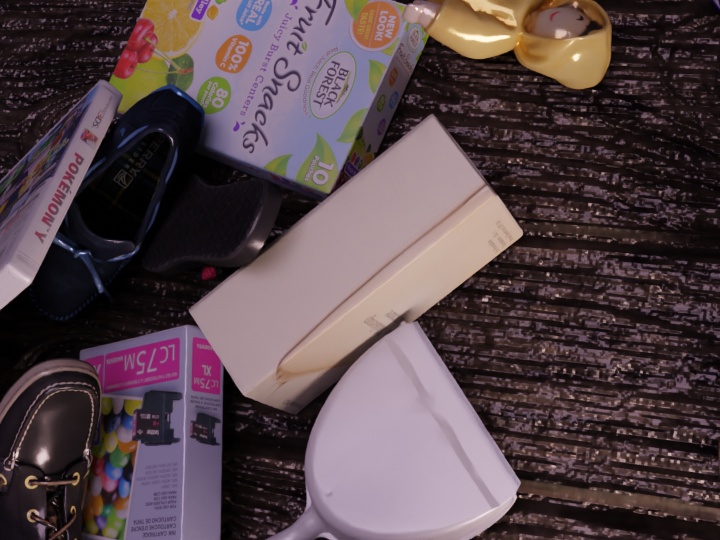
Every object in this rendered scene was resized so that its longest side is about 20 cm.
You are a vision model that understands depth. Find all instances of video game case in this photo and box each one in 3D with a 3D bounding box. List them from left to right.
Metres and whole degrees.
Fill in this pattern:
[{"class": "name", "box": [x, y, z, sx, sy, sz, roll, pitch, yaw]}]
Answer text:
[{"class": "video game case", "box": [-0.246, -0.017, 0.903, 0.199, 0.023, 0.183, -35, 28, 38]}]

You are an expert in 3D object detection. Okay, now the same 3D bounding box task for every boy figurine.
[{"class": "boy figurine", "box": [0.081, -0.190, 0.894, 0.200, 0.065, 0.124, 43, 58, 15]}]

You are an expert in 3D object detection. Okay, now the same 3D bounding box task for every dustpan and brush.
[{"class": "dustpan and brush", "box": [-0.010, 0.145, 0.866, 0.199, 0.057, 0.140, -33, 68, 1]}]

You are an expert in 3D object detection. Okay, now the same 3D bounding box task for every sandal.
[{"class": "sandal", "box": [-0.094, -0.024, 0.892, 0.199, 0.045, 0.076, 6, 72, 61]}]

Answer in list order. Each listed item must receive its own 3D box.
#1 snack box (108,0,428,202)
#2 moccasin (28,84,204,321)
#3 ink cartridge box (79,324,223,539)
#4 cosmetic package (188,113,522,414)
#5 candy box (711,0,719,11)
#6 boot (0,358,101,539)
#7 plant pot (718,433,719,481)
[{"class": "snack box", "box": [-0.070, -0.144, 0.954, 0.199, 0.053, 0.143, 23, 85, 22]}, {"class": "moccasin", "box": [-0.180, -0.041, 0.919, 0.080, 0.068, 0.201, 29, 116, -8]}, {"class": "ink cartridge box", "box": [-0.143, 0.145, 0.891, 0.119, 0.042, 0.202, -14, 73, 40]}, {"class": "cosmetic package", "box": [0.000, 0.000, 0.867, 0.200, 0.103, 0.073, -40, 69, 7]}, {"class": "candy box", "box": [0.322, -0.202, 0.812, 0.199, 0.077, 0.170, -32, 59, 6]}, {"class": "boot", "box": [-0.196, 0.173, 0.850, 0.201, 0.073, 0.151, -61, 40, 27]}, {"class": "plant pot", "box": [0.293, 0.107, 0.730, 0.199, 0.093, 0.203, -2, 85, 22]}]
